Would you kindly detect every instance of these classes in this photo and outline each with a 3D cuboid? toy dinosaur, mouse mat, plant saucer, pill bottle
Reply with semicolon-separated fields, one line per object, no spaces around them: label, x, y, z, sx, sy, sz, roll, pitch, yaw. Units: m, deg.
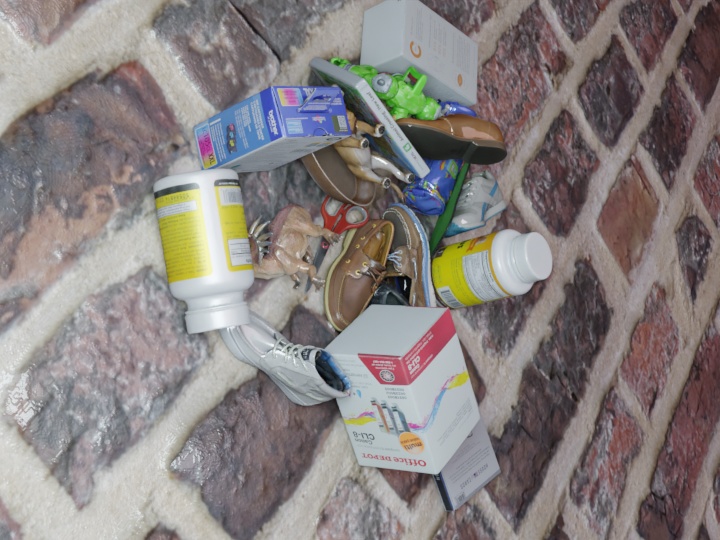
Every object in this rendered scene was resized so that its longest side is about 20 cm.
toy dinosaur;-0.108;-0.045;1.503;0.136;0.086;0.200;43;44;-22
mouse mat;0.143;-0.097;1.754;0.008;0.161;0.200;24;55;-2
plant saucer;-0.045;-0.182;1.612;0.200;0.034;0.200;44;32;-37
pill bottle;-0.197;-0.023;1.367;0.111;0.111;0.200;-7;87;-49
pill bottle;0.210;-0.004;1.750;0.109;0.200;0.109;18;66;-45

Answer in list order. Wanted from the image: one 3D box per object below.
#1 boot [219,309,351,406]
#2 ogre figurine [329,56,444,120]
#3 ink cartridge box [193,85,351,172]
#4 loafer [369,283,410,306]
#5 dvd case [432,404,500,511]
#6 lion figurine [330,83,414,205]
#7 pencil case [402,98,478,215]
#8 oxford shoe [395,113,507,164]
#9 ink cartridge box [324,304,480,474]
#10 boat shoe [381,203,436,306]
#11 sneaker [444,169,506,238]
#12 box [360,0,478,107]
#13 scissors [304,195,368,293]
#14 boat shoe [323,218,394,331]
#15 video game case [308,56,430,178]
boot;-0.096;0.111;1.452;0.200;0.096;0.074;44;49;-31
ogre figurine;0.051;-0.285;1.709;0.098;0.120;0.200;-50;127;-7
ink cartridge box;-0.110;-0.195;1.451;0.136;0.200;0.076;-11;86;-49
loafer;0.073;0.113;1.638;0.068;0.070;0.201;-28;99;-10
dvd case;0.154;0.269;1.738;0.150;0.025;0.200;-24;97;-49
lion figurine;-0.006;-0.178;1.561;0.072;0.122;0.200;-49;136;-23
pencil case;0.134;-0.193;1.787;0.087;0.078;0.200;48;57;-53
oxford shoe;0.135;-0.218;1.688;0.200;0.071;0.071;7;62;-24
ink cartridge box;0.062;0.171;1.545;0.145;0.145;0.200;-43;123;-45
boat shoe;0.068;-0.007;1.690;0.072;0.072;0.200;-16;90;-48
sneaker;0.186;-0.114;1.857;0.200;0.076;0.081;-39;110;-56
box;0.103;-0.363;1.819;0.200;0.097;0.124;24;61;-42
scissors;-0.056;-0.049;1.601;0.073;0.014;0.200;40;55;-2
boat shoe;0.000;0.000;1.616;0.072;0.068;0.200;43;50;-32
video game case;0.011;-0.233;1.613;0.022;0.200;0.182;-42;120;-4
